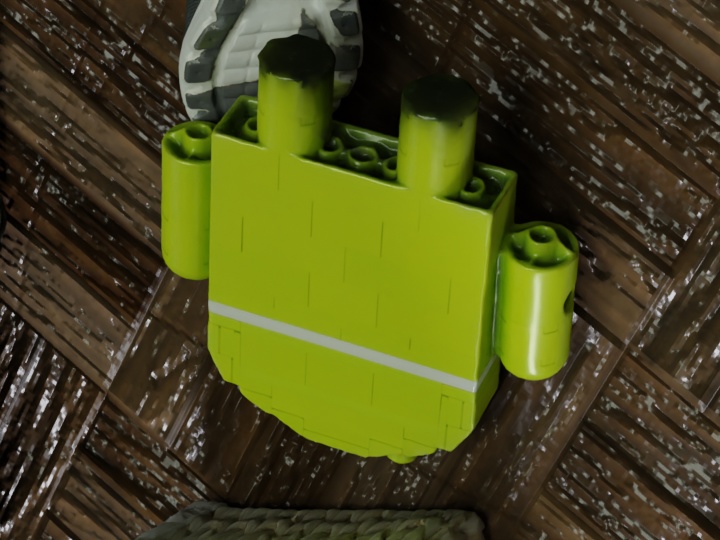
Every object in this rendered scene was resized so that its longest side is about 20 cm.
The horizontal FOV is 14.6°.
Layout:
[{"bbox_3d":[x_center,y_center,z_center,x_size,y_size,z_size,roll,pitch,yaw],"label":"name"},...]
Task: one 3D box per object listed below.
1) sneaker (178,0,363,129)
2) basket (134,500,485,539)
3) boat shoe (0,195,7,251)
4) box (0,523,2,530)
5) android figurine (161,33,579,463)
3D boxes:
[{"bbox_3d":[-0.036,-0.140,1.143,0.074,0.085,0.201,0,133,-10],"label":"sneaker"},{"bbox_3d":[-0.041,0.216,1.182,0.160,0.200,0.199,-6,103,34],"label":"basket"},{"bbox_3d":[-0.196,-0.021,1.286,0.065,0.073,0.201,9,111,38],"label":"boat shoe"},{"bbox_3d":[-0.298,0.085,1.297,0.200,0.199,0.131,42,86,17],"label":"box"},{"bbox_3d":[0.000,0.000,1.150,0.181,0.041,0.201,15,132,17],"label":"android figurine"}]
